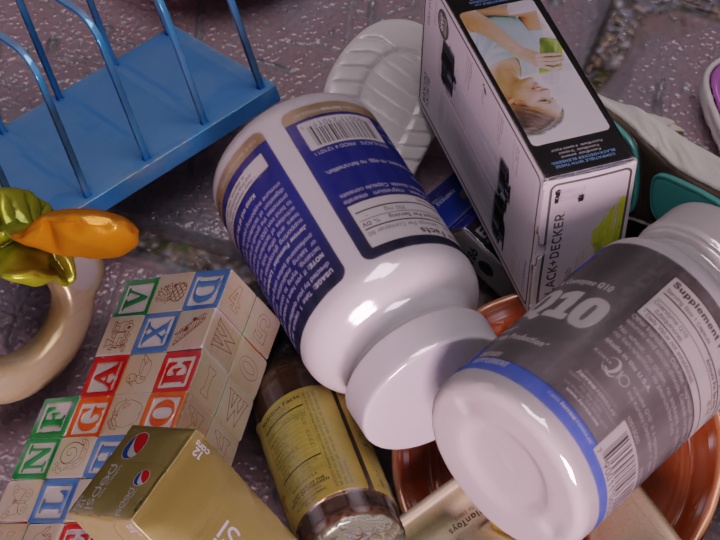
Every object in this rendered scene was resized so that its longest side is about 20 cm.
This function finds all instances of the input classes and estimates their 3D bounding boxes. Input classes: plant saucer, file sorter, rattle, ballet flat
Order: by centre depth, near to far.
[{"bbox_3d":[-0.213,0.055,1.209,0.142,0.130,0.201,22,68,39],"label":"rattle"},{"bbox_3d":[0.118,0.110,1.241,0.198,0.032,0.202,-3,71,10],"label":"plant saucer"},{"bbox_3d":[0.191,-0.059,1.273,0.069,0.070,0.200,-32,41,-19],"label":"ballet flat"},{"bbox_3d":[-0.181,-0.130,1.335,0.199,0.123,0.139,-33,38,-20],"label":"file sorter"}]

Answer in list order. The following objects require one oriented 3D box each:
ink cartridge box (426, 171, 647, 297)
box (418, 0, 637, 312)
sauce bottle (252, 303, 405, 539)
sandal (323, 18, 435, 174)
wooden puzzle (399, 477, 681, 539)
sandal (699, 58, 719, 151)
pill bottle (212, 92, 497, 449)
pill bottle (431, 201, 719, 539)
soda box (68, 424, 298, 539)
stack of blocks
[{"bbox_3d":[0.135,-0.009,1.322,0.200,0.039,0.099,42,67,15],"label":"ink cartridge box"},{"bbox_3d":[0.098,-0.086,1.267,0.060,0.117,0.201,-12,48,-13],"label":"box"},{"bbox_3d":[-0.028,0.097,1.235,0.064,0.065,0.201,-13,41,-8],"label":"sauce bottle"},{"bbox_3d":[0.001,-0.073,1.368,0.082,0.050,0.204,21,70,-13],"label":"sandal"},{"bbox_3d":[0.103,0.198,1.170,0.185,0.046,0.201,-35,67,-3],"label":"wooden puzzle"},{"bbox_3d":[0.285,-0.068,1.359,0.082,0.050,0.203,-25,62,-15],"label":"sandal"},{"bbox_3d":[0.000,0.000,1.224,0.115,0.116,0.201,-22,55,-13],"label":"pill bottle"},{"bbox_3d":[0.144,0.053,1.156,0.114,0.114,0.200,39,58,21],"label":"pill bottle"},{"bbox_3d":[-0.064,0.174,1.132,0.067,0.200,0.064,-3,44,51],"label":"soda box"},{"bbox_3d":[-0.134,0.101,1.224,0.114,0.059,0.201,-6,52,35],"label":"stack of blocks"}]
